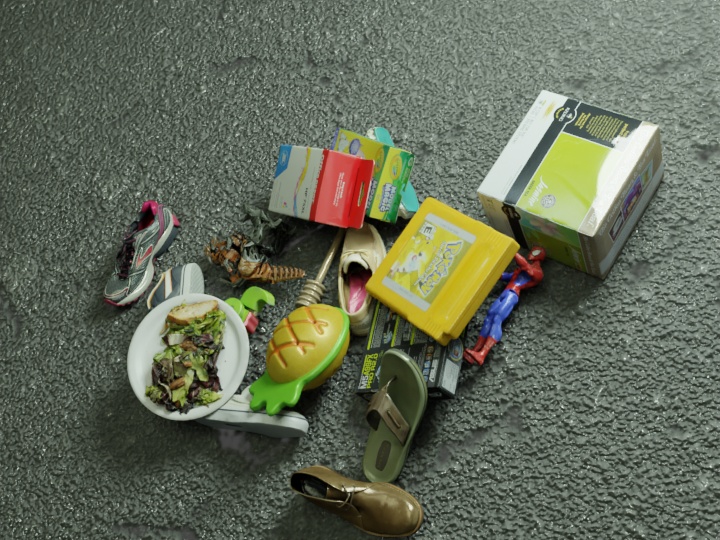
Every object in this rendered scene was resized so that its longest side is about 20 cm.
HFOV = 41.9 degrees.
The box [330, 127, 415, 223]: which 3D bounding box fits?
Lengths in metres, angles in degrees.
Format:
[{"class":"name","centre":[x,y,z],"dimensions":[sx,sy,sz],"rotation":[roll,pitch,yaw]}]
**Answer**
[{"class":"box","centre":[0.010,-0.153,1.519],"dimensions":[0.200,0.048,0.118],"rotation":[28,105,52]}]

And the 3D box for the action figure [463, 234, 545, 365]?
[{"class":"action figure","centre":[0.195,0.030,1.377],"dimensions":[0.200,0.099,0.065],"rotation":[-50,12,-13]}]

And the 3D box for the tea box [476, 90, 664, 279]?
[{"class":"tea box","centre":[0.315,-0.129,1.396],"dimensions":[0.196,0.134,0.201],"rotation":[26,74,32]}]

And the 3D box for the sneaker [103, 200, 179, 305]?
[{"class":"sneaker","centre":[-0.401,-0.031,1.662],"dimensions":[0.080,0.075,0.201],"rotation":[13,68,28]}]

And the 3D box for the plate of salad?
[{"class":"plate of salad","centre":[-0.269,0.129,1.450],"dimensions":[0.198,0.048,0.202],"rotation":[-3,71,9]}]

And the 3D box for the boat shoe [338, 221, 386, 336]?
[{"class":"boat shoe","centre":[0.000,0.000,1.487],"dimensions":[0.073,0.069,0.202],"rotation":[-12,58,15]}]

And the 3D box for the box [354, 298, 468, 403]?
[{"class":"box","centre":[0.082,0.092,1.386],"dimensions":[0.159,0.044,0.202],"rotation":[-11,55,41]}]

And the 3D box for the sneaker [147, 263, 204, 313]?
[{"class":"sneaker","centre":[-0.308,0.083,1.560],"dimensions":[0.079,0.079,0.201],"rotation":[-11,51,12]}]

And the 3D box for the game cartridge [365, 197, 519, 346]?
[{"class":"game cartridge","centre":[0.113,-0.003,1.364],"dimensions":[0.177,0.032,0.200],"rotation":[-55,38,-2]}]

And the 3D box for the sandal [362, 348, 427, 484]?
[{"class":"sandal","centre":[0.040,0.209,1.304],"dimensions":[0.079,0.057,0.203],"rotation":[18,104,35]}]

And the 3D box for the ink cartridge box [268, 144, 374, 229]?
[{"class":"ink cartridge box","centre":[-0.065,-0.137,1.525],"dimensions":[0.199,0.067,0.117],"rotation":[15,95,55]}]

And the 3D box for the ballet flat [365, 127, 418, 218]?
[{"class":"ballet flat","centre":[0.044,-0.151,1.570],"dimensions":[0.071,0.072,0.201],"rotation":[-22,54,8]}]

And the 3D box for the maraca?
[{"class":"maraca","centre":[-0.092,0.132,1.405],"dimensions":[0.137,0.107,0.201],"rotation":[3,50,52]}]

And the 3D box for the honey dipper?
[{"class":"honey dipper","centre":[-0.051,-0.023,1.541],"dimensions":[0.038,0.038,0.201],"rotation":[13,66,27]}]

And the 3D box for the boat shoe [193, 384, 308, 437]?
[{"class":"boat shoe","centre":[-0.164,0.209,1.437],"dimensions":[0.198,0.071,0.070],"rotation":[1,65,30]}]

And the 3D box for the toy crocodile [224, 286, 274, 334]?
[{"class":"toy crocodile","centre":[-0.211,0.111,1.509],"dimensions":[0.061,0.068,0.201],"rotation":[27,74,31]}]

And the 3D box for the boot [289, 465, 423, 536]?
[{"class":"boot","centre":[-0.010,0.319,1.298],"dimensions":[0.198,0.075,0.074],"rotation":[12,82,28]}]

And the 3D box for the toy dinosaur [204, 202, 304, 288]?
[{"class":"toy dinosaur","centre":[-0.172,-0.027,1.577],"dimensions":[0.199,0.102,0.137],"rotation":[23,86,12]}]
